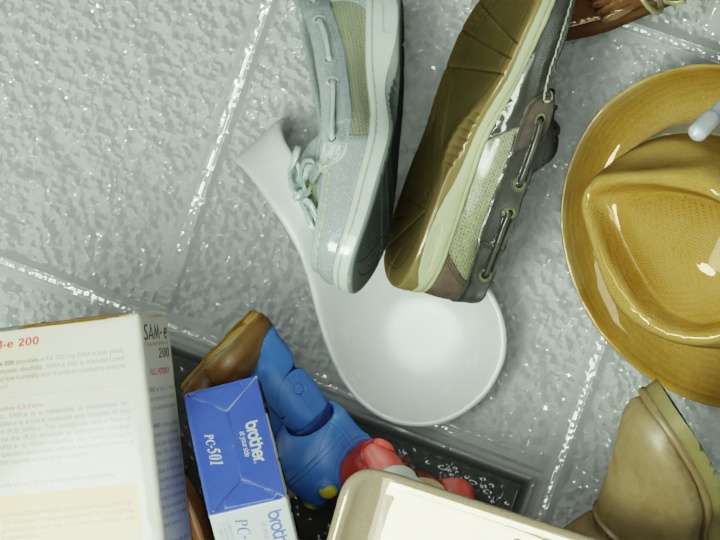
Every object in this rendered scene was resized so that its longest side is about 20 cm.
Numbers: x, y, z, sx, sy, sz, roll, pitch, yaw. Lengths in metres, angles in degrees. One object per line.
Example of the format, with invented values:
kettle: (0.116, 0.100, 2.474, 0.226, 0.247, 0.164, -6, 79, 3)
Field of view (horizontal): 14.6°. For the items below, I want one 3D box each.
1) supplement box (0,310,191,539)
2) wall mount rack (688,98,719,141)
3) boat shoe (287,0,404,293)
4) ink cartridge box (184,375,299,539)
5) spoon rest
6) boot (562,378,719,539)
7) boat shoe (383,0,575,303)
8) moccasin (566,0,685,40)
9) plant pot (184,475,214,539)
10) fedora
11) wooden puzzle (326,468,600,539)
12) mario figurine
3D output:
supplement box: (-0.156, 0.127, 1.467, 0.125, 0.074, 0.201, -6, 88, 9)
wall mount rack: (0.186, -0.167, 1.477, 0.200, 0.075, 0.174, 42, 87, 5)
boat shoe: (-0.012, -0.074, 1.547, 0.064, 0.075, 0.203, 3, 55, 4)
ink cartridge box: (-0.050, 0.163, 1.511, 0.044, 0.094, 0.201, -13, 132, -3)
spoon rest: (0.000, 0.000, 1.590, 0.099, 0.061, 0.200, -41, 82, 7)
boot: (0.100, 0.160, 1.504, 0.199, 0.175, 0.066, -30, 54, -6)
boat shoe: (0.076, -0.077, 1.544, 0.065, 0.073, 0.201, 19, 103, -25)
moccasin: (0.166, -0.176, 1.553, 0.200, 0.078, 0.074, -12, 88, 9)
plant pot: (-0.166, 0.170, 1.576, 0.199, 0.140, 0.201, 0, 90, 10)
fedora: (0.183, -0.015, 1.519, 0.200, 0.082, 0.202, 4, 97, 32)
wooden puzzle: (0.066, 0.216, 1.457, 0.199, 0.037, 0.186, 16, 97, 10)
mario figurine: (-0.019, 0.122, 1.560, 0.200, 0.123, 0.106, 43, 101, 1)
